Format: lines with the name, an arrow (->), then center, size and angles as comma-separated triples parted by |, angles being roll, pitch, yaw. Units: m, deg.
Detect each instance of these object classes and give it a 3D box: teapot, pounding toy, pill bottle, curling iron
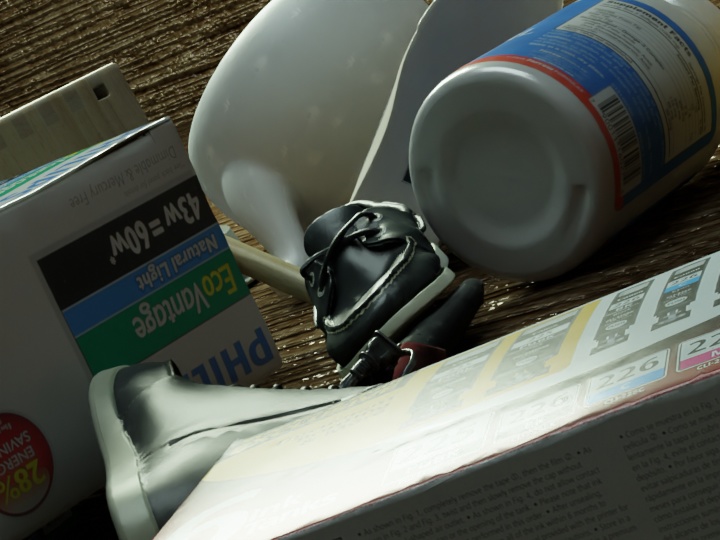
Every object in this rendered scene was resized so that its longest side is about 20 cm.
teapot -> 0.002, -0.087, 1.548 | 0.200, 0.146, 0.197 | -55, -18, 8
pounding toy -> -0.131, -0.005, 1.328 | 0.142, 0.184, 0.200 | -31, 3, -31
pill bottle -> 0.118, -0.077, 1.250 | 0.112, 0.112, 0.200 | -18, 9, 36
curling iron -> 0.027, 0.035, 1.062 | 0.050, 0.026, 0.200 | -60, -9, 19

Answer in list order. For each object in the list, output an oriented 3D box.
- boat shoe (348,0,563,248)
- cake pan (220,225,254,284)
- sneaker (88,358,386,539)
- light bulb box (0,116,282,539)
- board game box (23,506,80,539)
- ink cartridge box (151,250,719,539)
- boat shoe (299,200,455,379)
boat shoe -> 0.048, -0.086, 1.364 | 0.200, 0.075, 0.093 | -60, 0, 8
cake pan -> -0.160, 0.021, 1.667 | 0.200, 0.037, 0.200 | -23, 8, 3
sneaker -> -0.037, 0.071, 0.909 | 0.106, 0.075, 0.200 | -20, 17, -4
light bulb box -> -0.180, 0.043, 1.065 | 0.200, 0.125, 0.198 | -17, 10, 42
board game box -> -0.225, 0.149, 1.046 | 0.134, 0.029, 0.200 | -18, 10, 30
ink cartridge box -> 0.058, 0.058, 0.636 | 0.200, 0.084, 0.176 | -22, 8, 15
boat shoe -> 0.002, -0.002, 1.189 | 0.074, 0.066, 0.199 | -42, 4, 13
